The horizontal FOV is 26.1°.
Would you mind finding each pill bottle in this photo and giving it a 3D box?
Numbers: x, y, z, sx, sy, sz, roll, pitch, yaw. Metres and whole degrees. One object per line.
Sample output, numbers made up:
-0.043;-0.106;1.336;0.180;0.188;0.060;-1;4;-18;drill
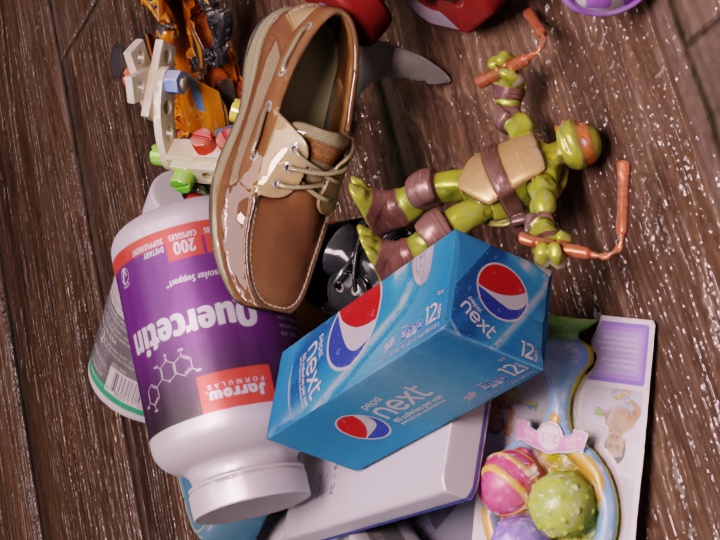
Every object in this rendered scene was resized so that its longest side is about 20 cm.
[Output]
-0.092;0.059;1.018;0.112;0.112;0.200;-38;61;53;pill bottle
-0.154;0.022;1.303;0.113;0.113;0.200;57;136;42;pill bottle

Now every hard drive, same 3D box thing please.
0.018;0.097;0.991;0.200;0.025;0.132;-29;44;56;hard drive

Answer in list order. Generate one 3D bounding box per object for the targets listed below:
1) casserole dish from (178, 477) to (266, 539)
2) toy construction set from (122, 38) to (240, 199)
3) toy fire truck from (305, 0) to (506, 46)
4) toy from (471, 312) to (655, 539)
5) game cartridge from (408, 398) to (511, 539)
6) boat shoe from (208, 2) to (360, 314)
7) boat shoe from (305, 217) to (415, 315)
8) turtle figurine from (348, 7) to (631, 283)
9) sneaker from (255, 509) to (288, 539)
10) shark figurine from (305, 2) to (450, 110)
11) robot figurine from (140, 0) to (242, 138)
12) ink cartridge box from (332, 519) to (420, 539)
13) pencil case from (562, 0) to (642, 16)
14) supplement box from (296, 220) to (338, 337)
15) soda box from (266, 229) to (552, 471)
-0.094;0.121;1.139;0.200;0.039;0.121;-64;34;37;casserole dish
-0.102;-0.103;1.179;0.200;0.131;0.092;22;67;32;toy construction set
0.018;-0.216;0.946;0.112;0.200;0.168;-49;32;-6;toy fire truck
0.102;0.121;0.894;0.115;0.047;0.200;5;84;45;toy
0.057;0.091;1.023;0.133;0.041;0.200;-60;42;46;game cartridge
-0.043;-0.074;0.970;0.074;0.076;0.200;-5;77;56;boat shoe
0.001;-0.002;1.001;0.075;0.066;0.199;-61;23;-5;boat shoe
0.076;-0.058;0.919;0.161;0.064;0.200;-23;52;13;turtle figurine
-0.059;0.231;1.202;0.200;0.075;0.087;126;151;-44;sneaker
-0.006;-0.216;1.094;0.215;0.089;0.128;-118;6;-50;shark figurine
-0.141;-0.183;1.276;0.145;0.058;0.200;44;152;50;robot figurine
0.017;0.261;1.040;0.163;0.057;0.200;-142;43;-77;ink cartridge box
0.104;-0.226;0.890;0.084;0.085;0.200;-59;41;27;pencil case
-0.057;0.062;1.184;0.069;0.066;0.200;48;129;49;supplement box
0.024;0.051;0.897;0.200;0.068;0.064;-37;37;51;soda box
